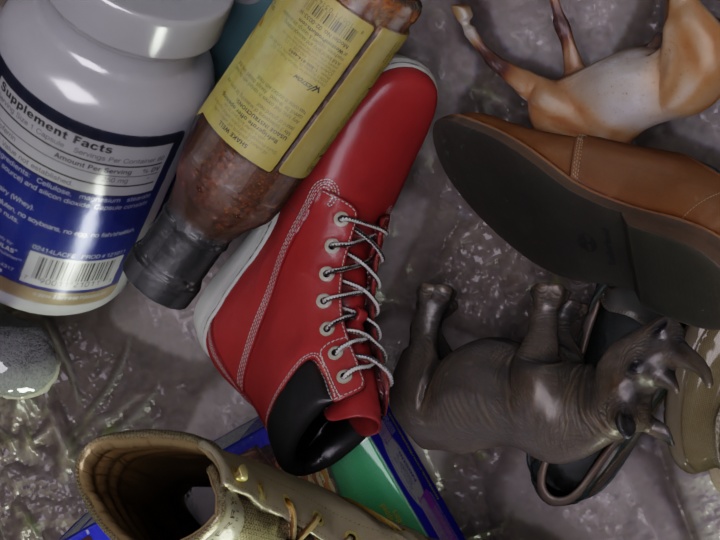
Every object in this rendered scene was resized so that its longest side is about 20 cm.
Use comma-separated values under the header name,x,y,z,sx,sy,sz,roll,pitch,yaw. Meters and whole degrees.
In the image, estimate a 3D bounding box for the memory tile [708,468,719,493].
name,x,y,z,sx,sy,sz,roll,pitch,yaw
memory tile,0.292,0.145,0.901,0.153,0.017,0.200,-29,92,13

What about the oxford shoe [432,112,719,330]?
name,x,y,z,sx,sy,sz,roll,pitch,yaw
oxford shoe,0.122,-0.037,0.833,0.200,0.071,0.071,29,147,34

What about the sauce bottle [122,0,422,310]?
name,x,y,z,sx,sy,sz,roll,pitch,yaw
sauce bottle,-0.050,-0.069,0.821,0.066,0.066,0.200,40,107,3

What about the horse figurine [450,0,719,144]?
name,x,y,z,sx,sy,sz,roll,pitch,yaw
horse figurine,0.137,-0.112,0.851,0.200,0.050,0.133,-28,86,33

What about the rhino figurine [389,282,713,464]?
name,x,y,z,sx,sy,sz,roll,pitch,yaw
rhino figurine,0.094,0.054,0.853,0.200,0.060,0.088,0,75,42

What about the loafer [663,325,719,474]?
name,x,y,z,sx,sy,sz,roll,pitch,yaw
loafer,0.218,0.020,0.860,0.067,0.076,0.201,26,102,30

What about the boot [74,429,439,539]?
name,x,y,z,sx,sy,sz,roll,pitch,yaw
boot,-0.025,0.135,0.785,0.200,0.155,0.073,23,83,30

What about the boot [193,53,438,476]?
name,x,y,z,sx,sy,sz,roll,pitch,yaw
boot,0.000,0.000,0.845,0.072,0.144,0.200,17,112,-36

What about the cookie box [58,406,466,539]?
name,x,y,z,sx,sy,sz,roll,pitch,yaw
cookie box,-0.047,0.176,0.938,0.200,0.075,0.171,-30,91,13

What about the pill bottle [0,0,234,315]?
name,x,y,z,sx,sy,sz,roll,pitch,yaw
pill bottle,-0.142,-0.082,0.866,0.116,0.116,0.200,34,127,4

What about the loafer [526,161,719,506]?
name,x,y,z,sx,sy,sz,roll,pitch,yaw
loafer,0.147,0.039,0.889,0.072,0.063,0.200,25,102,8

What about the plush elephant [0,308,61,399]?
name,x,y,z,sx,sy,sz,roll,pitch,yaw
plush elephant,-0.270,0.081,0.917,0.164,0.200,0.155,2,104,-24

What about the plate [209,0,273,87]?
name,x,y,z,sx,sy,sz,roll,pitch,yaw
plate,-0.081,-0.166,0.873,0.200,0.026,0.201,17,119,34
